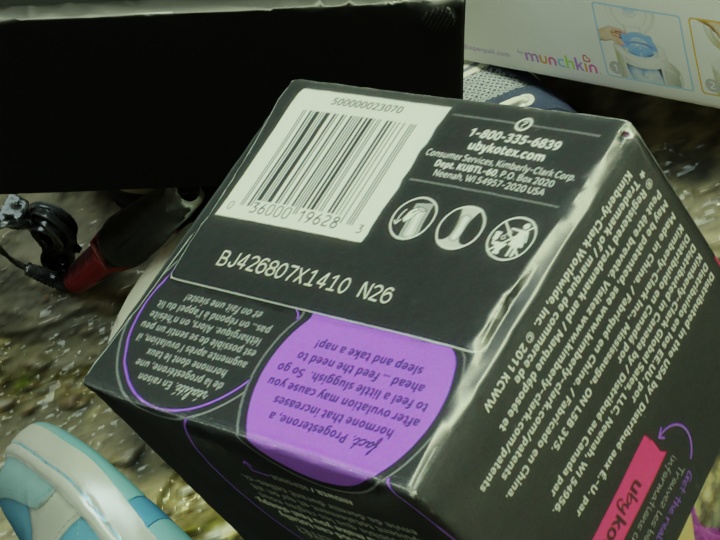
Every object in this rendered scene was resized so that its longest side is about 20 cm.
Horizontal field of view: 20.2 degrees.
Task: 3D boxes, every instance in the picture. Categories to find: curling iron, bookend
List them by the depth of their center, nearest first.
[{"bbox_3d":[-0.068,-0.133,0.706,0.200,0.092,0.199,-1,56,1],"label":"bookend"},{"bbox_3d":[-0.101,-0.014,0.783,0.026,0.050,0.200,-61,20,-16],"label":"curling iron"}]

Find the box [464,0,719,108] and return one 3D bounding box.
[{"bbox_3d":[0.122,-0.129,0.695,0.200,0.101,0.112,16,46,38],"label":"box"}]

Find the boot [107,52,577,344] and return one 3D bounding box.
[{"bbox_3d":[0.000,0.000,0.725,0.200,0.073,0.090,-41,34,-3],"label":"boot"}]

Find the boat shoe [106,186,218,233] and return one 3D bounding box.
[{"bbox_3d":[-0.012,-0.075,0.806,0.201,0.063,0.074,-22,69,-3],"label":"boat shoe"}]

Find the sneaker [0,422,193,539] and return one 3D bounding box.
[{"bbox_3d":[-0.101,0.138,0.670,0.131,0.080,0.200,-45,39,-9],"label":"sneaker"}]

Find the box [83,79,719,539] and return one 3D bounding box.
[{"bbox_3d":[0.044,0.055,0.542,0.122,0.200,0.106,14,62,43],"label":"box"}]
